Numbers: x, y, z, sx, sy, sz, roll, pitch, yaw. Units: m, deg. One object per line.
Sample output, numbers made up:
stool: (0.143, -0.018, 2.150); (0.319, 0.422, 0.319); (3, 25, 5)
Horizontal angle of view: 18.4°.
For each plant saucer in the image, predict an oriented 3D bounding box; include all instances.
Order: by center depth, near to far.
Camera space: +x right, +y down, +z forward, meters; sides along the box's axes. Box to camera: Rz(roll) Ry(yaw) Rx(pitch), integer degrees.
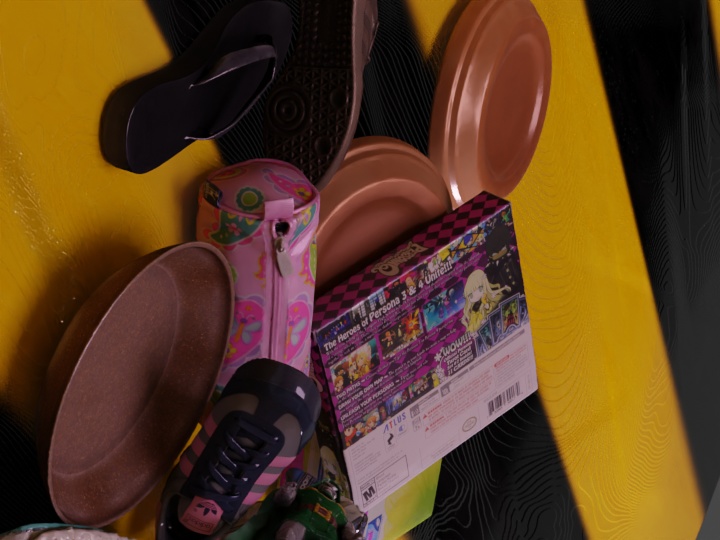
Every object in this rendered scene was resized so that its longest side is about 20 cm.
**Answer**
plant saucer: (-0.151, 0.068, 1.426); (0.200, 0.037, 0.201); (-48, 152, -36)
plant saucer: (0.000, 0.000, 1.649); (0.200, 0.037, 0.201); (-22, 125, -35)
plant saucer: (0.115, -0.140, 1.872); (0.200, 0.037, 0.201); (-43, 140, -52)

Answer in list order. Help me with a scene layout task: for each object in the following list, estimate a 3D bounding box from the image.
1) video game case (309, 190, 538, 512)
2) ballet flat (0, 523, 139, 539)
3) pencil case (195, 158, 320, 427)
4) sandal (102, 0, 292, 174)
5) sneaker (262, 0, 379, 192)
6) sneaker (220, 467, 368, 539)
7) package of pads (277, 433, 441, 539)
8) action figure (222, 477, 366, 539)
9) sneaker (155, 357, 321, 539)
video game case: (0.045, 0.063, 1.670); (0.200, 0.036, 0.182); (-33, 130, -28)
ballet flat: (-0.171, 0.201, 1.427); (0.200, 0.072, 0.072); (23, 84, -65)
pencil case: (-0.072, 0.024, 1.531); (0.087, 0.087, 0.201); (-40, 141, -52)
sandal: (-0.096, -0.115, 1.450); (0.200, 0.043, 0.076); (-46, 143, -47)
sneaker: (-0.014, -0.151, 1.571); (0.075, 0.070, 0.201); (-11, 114, -64)
sneaker: (-0.093, 0.218, 1.626); (0.200, 0.085, 0.077); (-34, 153, -25)
package of pads: (0.002, 0.149, 1.789); (0.200, 0.068, 0.155); (-24, 127, -60)
action figure: (-0.036, 0.183, 1.520); (0.055, 0.118, 0.200); (-54, -176, 12)
sneaker: (-0.085, 0.134, 1.487); (0.082, 0.070, 0.200); (-64, -176, -38)
